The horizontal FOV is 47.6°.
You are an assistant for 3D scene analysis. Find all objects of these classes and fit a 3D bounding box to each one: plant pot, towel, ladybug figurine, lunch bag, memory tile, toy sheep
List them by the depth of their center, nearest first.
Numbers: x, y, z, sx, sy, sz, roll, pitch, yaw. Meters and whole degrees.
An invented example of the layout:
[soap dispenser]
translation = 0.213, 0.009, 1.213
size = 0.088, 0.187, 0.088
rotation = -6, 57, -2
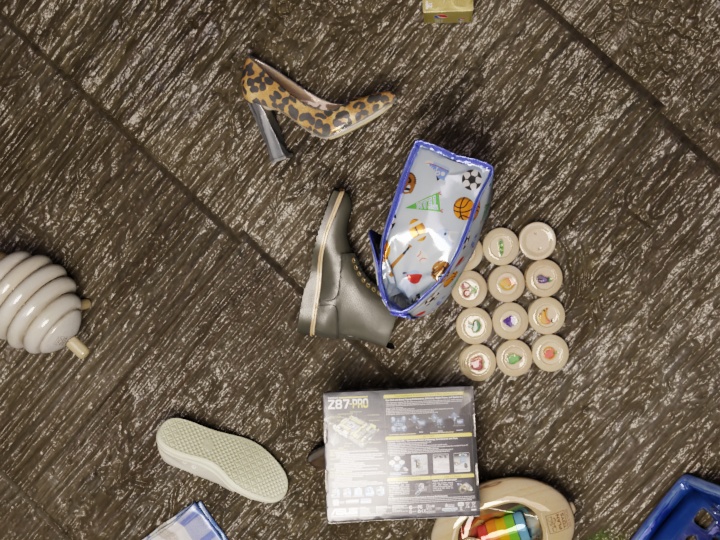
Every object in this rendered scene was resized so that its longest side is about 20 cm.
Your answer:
[plant pot]
translation = 0.448, 0.397, 0.996
size = 0.179, 0.200, 0.201
rotation = 41, 84, -4
[lunch bag]
translation = 0.083, -0.039, 1.016
size = 0.122, 0.170, 0.203
rotation = 19, 90, 12
[ladybug figurine]
translation = 0.191, 0.342, 1.090
size = 0.196, 0.072, 0.138
rotation = -16, 91, 8
[memory tile]
translation = 0.198, 0.043, 1.097
size = 0.150, 0.017, 0.204
rotation = -7, 93, 7
[toy sheep]
translation = -0.442, 0.046, 1.110
size = 0.199, 0.138, 0.139
rotation = 37, 97, 2
[towel]
translation = -0.269, 0.443, 1.173
size = 0.199, 0.024, 0.148
rotation = -37, 90, 7

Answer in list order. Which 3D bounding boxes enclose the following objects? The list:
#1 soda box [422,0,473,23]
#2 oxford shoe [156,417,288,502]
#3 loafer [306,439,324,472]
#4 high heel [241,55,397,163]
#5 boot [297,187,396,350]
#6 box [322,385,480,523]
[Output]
[soda box]
translation = 0.113, -0.428, 1.050
size = 0.066, 0.064, 0.204
rotation = 0, 94, 6
[oxford shoe]
translation = -0.193, 0.268, 1.139
size = 0.197, 0.076, 0.058
rotation = 24, 138, -4
[loafer]
translation = 0.024, 0.245, 1.100
size = 0.196, 0.073, 0.073
rotation = -16, 90, 7
[high heel]
translation = -0.060, -0.242, 1.076
size = 0.197, 0.071, 0.145
rotation = -19, 98, 16
[boot]
translation = 0.000, 0.000, 1.095
size = 0.136, 0.078, 0.204
rotation = 13, 107, 0
[box]
translation = 0.050, 0.233, 1.043
size = 0.196, 0.049, 0.165
rotation = -3, 85, -1
